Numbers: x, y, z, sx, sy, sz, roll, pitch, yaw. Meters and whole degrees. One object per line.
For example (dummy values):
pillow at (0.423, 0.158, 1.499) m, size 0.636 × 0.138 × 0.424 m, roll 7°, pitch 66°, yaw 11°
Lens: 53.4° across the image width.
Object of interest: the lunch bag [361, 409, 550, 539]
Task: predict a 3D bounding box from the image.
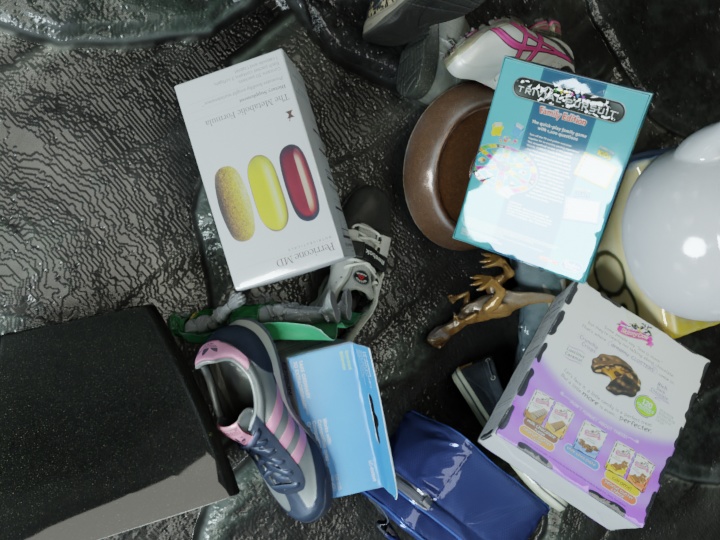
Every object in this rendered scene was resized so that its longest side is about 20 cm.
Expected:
lunch bag at (0.093, 0.261, 0.804) m, size 0.200 × 0.136 × 0.133 m, roll 40°, pitch 77°, yaw -19°

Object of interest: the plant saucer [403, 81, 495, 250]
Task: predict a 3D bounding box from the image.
plant saucer at (0.142, -0.119, 0.846) m, size 0.199 × 0.034 × 0.202 m, roll -8°, pitch 107°, yaw -27°

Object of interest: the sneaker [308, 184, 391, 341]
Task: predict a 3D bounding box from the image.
sneaker at (0.000, 0.000, 0.791) m, size 0.074 × 0.088 × 0.201 m, roll 18°, pitch 83°, yaw -19°

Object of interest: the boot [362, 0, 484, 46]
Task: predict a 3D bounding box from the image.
boot at (0.068, -0.338, 0.756) m, size 0.073 × 0.200 × 0.152 m, roll 4°, pitch 84°, yaw -29°

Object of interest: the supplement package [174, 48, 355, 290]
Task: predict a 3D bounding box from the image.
supplement package at (-0.088, -0.092, 0.709) m, size 0.113 × 0.110 × 0.201 m, roll -18°, pitch 89°, yaw 6°

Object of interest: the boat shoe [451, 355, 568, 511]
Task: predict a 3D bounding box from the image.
boat shoe at (0.178, 0.179, 0.818) m, size 0.062 × 0.200 × 0.075 m, roll -35°, pitch 144°, yaw 5°

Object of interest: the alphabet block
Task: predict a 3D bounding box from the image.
alphabet block at (0.365, -0.044, 0.878) m, size 0.195 × 0.195 × 0.201 m, roll -14°, pitch 97°, yaw -19°

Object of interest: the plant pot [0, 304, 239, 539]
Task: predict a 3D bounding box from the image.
plant pot at (-0.239, 0.136, 0.649) m, size 0.198 × 0.200 × 0.179 m, roll -13°, pitch 85°, yaw -21°

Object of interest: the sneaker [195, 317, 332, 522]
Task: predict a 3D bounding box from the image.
sneaker at (-0.092, 0.147, 0.639) m, size 0.070 × 0.082 × 0.201 m, roll -23°, pitch 94°, yaw 26°

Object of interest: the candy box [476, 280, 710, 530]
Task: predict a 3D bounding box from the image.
candy box at (0.247, 0.139, 0.758) m, size 0.167 × 0.072 × 0.200 m, roll 33°, pitch 68°, yaw 5°

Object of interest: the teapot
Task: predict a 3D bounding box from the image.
teapot at (0.371, -0.036, 0.702) m, size 0.199 × 0.146 × 0.199 m, roll 20°, pitch 84°, yaw -21°

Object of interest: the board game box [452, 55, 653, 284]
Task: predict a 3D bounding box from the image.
board game box at (0.199, -0.107, 0.757) m, size 0.150 × 0.047 × 0.201 m, roll 21°, pitch 111°, yaw 19°

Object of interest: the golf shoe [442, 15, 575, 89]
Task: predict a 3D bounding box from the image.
golf shoe at (0.178, -0.232, 0.805) m, size 0.199 × 0.073 × 0.093 m, roll -17°, pitch 78°, yaw -37°

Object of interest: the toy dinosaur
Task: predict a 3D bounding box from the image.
toy dinosaur at (0.170, 0.035, 0.851) m, size 0.199 × 0.061 × 0.107 m, roll -14°, pitch 127°, yaw 7°

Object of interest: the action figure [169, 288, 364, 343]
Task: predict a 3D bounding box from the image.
action figure at (-0.108, 0.049, 0.718) m, size 0.199 × 0.118 × 0.055 m, roll -7°, pitch 87°, yaw 20°

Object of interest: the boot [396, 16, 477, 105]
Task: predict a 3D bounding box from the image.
boot at (0.119, -0.279, 0.853) m, size 0.130 × 0.068 × 0.202 m, roll 12°, pitch 89°, yaw -31°

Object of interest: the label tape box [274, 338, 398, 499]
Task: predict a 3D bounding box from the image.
label tape box at (-0.045, 0.143, 0.712) m, size 0.066 × 0.200 × 0.144 m, roll -14°, pitch 96°, yaw -24°

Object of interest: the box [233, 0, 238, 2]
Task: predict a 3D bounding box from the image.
box at (-0.069, -0.346, 0.669) m, size 0.175 × 0.200 × 0.097 m, roll -19°, pitch 100°, yaw 1°

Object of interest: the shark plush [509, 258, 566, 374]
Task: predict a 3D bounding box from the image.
shark plush at (0.204, 0.032, 0.894) m, size 0.083 × 0.091 × 0.201 m, roll -1°, pitch 118°, yaw -21°
